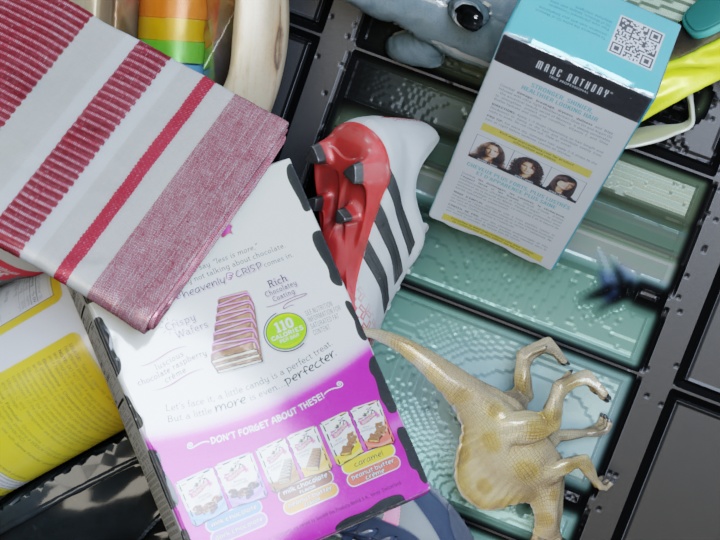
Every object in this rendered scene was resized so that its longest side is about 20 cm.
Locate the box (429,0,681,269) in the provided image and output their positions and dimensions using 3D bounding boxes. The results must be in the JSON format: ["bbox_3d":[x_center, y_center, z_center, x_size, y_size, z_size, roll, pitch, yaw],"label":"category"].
[{"bbox_3d":[0.100,-0.077,0.942,0.082,0.200,0.049,24,63,2],"label":"box"}]

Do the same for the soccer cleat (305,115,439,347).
[{"bbox_3d":[0.000,0.000,1.034,0.069,0.085,0.200,32,124,37],"label":"soccer cleat"}]

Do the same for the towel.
[{"bbox_3d":[-0.158,-0.069,0.930,0.200,0.023,0.144,30,64,9],"label":"towel"}]

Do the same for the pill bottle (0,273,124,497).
[{"bbox_3d":[-0.176,0.051,1.046,0.200,0.112,0.112,-29,92,12],"label":"pill bottle"}]

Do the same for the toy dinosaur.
[{"bbox_3d":[0.090,0.089,1.012,0.101,0.058,0.200,-40,109,-8],"label":"toy dinosaur"}]

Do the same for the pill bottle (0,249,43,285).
[{"bbox_3d":[-0.255,-0.035,1.028,0.200,0.111,0.111,-15,95,35],"label":"pill bottle"}]

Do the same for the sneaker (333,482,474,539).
[{"bbox_3d":[-0.020,0.138,1.024,0.200,0.082,0.070,39,137,-13],"label":"sneaker"}]

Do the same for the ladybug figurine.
[{"bbox_3d":[-0.105,-0.142,1.029,0.136,0.072,0.200,9,99,9],"label":"ladybug figurine"}]

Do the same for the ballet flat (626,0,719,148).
[{"bbox_3d":[0.190,-0.117,0.993,0.200,0.067,0.067,-26,113,15],"label":"ballet flat"}]

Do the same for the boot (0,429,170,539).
[{"bbox_3d":[-0.126,0.177,1.078,0.198,0.073,0.163,-29,97,14],"label":"boot"}]

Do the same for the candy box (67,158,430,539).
[{"bbox_3d":[-0.065,0.057,0.951,0.136,0.061,0.200,-21,84,-17],"label":"candy box"}]

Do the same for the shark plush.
[{"bbox_3d":[0.066,-0.131,0.972,0.200,0.083,0.091,38,106,24],"label":"shark plush"}]
